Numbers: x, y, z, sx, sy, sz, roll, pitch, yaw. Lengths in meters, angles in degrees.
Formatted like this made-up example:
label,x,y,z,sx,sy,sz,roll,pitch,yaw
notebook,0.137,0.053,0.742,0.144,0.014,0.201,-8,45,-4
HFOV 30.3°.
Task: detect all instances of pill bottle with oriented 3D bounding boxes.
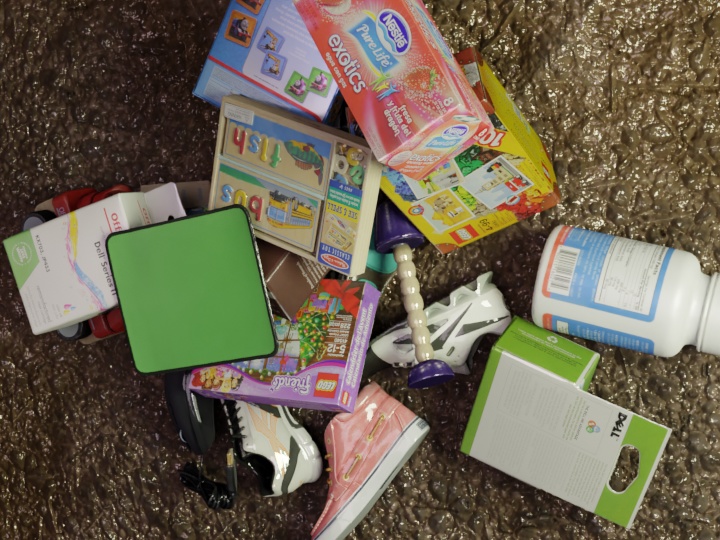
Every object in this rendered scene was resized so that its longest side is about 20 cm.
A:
label,x,y,z,sx,sy,sz,roll,pitch,yaw
pill bottle,0.286,0.026,1.377,0.198,0.112,0.113,14,100,17

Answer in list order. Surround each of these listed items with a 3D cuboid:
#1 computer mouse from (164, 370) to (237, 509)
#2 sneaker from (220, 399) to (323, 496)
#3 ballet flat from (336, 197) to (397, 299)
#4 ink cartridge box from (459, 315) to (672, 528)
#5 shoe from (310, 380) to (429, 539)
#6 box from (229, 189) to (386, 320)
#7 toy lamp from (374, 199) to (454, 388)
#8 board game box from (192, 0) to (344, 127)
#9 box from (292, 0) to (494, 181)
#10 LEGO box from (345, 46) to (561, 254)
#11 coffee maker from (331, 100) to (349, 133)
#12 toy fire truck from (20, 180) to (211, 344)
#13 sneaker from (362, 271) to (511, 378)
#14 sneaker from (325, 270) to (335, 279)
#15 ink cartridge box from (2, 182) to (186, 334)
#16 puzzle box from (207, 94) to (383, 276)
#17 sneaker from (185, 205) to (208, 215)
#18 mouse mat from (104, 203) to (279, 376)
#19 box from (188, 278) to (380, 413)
label,x,y,z,sx,sy,sz,roll,pitch,yaw
computer mouse,-0.189,0.181,1.545,0.140,0.046,0.202,24,116,55
sneaker,-0.125,0.171,1.544,0.201,0.080,0.074,54,141,9
ballet flat,0.000,0.000,1.494,0.068,0.067,0.201,31,81,-29
ink cartridge box,0.222,0.161,1.408,0.199,0.076,0.149,24,124,15
shoe,-0.013,0.226,1.527,0.091,0.071,0.201,39,101,13
box,-0.065,-0.051,1.446,0.100,0.075,0.200,19,60,39
toy lamp,0.054,0.022,1.424,0.058,0.058,0.202,-20,73,20
board game box,-0.070,-0.241,1.377,0.151,0.037,0.201,29,107,14
box,0.029,-0.197,1.252,0.094,0.102,0.201,-33,70,16
LEGO box,0.099,-0.120,1.381,0.148,0.200,0.078,-24,52,20
coffee maker,0.019,-0.245,1.435,0.190,0.135,0.202,3,97,18
toy fire truck,-0.272,-0.026,1.579,0.199,0.128,0.177,-21,88,30
sneaker,0.079,0.087,1.476,0.199,0.074,0.089,-30,84,19
sneaker,-0.072,0.052,1.517,0.066,0.090,0.202,4,96,18
ink cartridge box,-0.288,-0.015,1.496,0.199,0.067,0.118,-20,88,17
puzzle box,-0.069,-0.088,1.347,0.199,0.025,0.134,22,113,32
sneaker,-0.152,-0.055,1.523,0.104,0.076,0.201,21,108,-29
mouse mat,-0.181,0.024,1.407,0.199,0.008,0.162,-10,94,32
box,-0.084,0.076,1.448,0.199,0.039,0.138,2,71,31
